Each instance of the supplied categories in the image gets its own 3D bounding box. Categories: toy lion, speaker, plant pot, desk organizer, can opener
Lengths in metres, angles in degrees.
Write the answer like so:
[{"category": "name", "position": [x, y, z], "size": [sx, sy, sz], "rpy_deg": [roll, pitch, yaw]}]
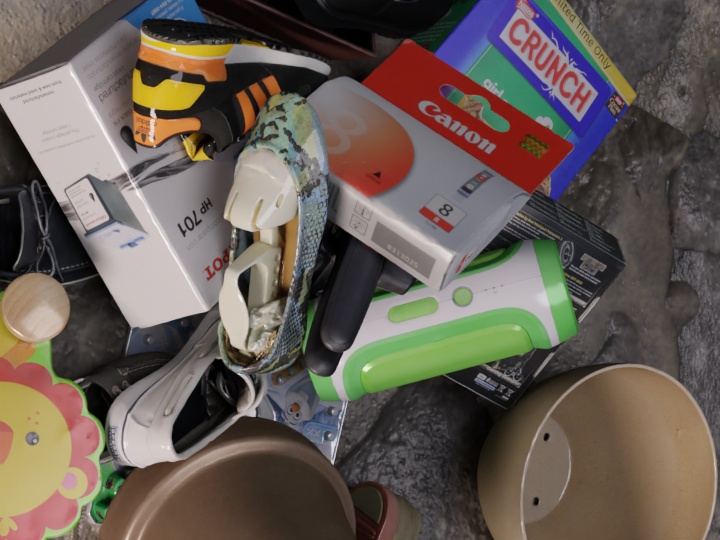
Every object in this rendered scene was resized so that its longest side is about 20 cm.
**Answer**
[{"category": "toy lion", "position": [-0.272, 0.098, 1.317], "size": [0.199, 0.069, 0.193], "rpy_deg": [3, 79, -18]}, {"category": "speaker", "position": [0.058, 0.037, 1.461], "size": [0.199, 0.088, 0.089], "rpy_deg": [-15, 103, 5]}, {"category": "plant pot", "position": [0.172, 0.169, 1.598], "size": [0.200, 0.134, 0.201], "rpy_deg": [-3, 96, -32]}, {"category": "plant pot", "position": [-0.071, 0.229, 1.404], "size": [0.200, 0.175, 0.201], "rpy_deg": [-10, 114, -23]}, {"category": "desk organizer", "position": [-0.076, -0.220, 1.452], "size": [0.200, 0.077, 0.072], "rpy_deg": [20, 83, -31]}, {"category": "can opener", "position": [0.000, 0.000, 1.375], "size": [0.078, 0.200, 0.064], "rpy_deg": [22, 124, 2]}]

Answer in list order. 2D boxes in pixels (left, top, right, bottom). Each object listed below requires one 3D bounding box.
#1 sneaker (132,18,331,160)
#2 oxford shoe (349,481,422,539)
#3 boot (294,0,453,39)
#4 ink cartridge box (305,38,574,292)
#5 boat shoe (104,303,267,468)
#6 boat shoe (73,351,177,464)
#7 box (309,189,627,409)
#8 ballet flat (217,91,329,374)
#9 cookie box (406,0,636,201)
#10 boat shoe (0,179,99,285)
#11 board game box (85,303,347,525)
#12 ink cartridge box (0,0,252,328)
[{"category": "sneaker", "position": [-0.094, -0.120, 1.353], "size": [0.200, 0.070, 0.090], "rpy_deg": [-1, 110, -61]}, {"category": "oxford shoe", "position": [-0.003, 0.270, 1.538], "size": [0.074, 0.071, 0.201], "rpy_deg": [29, 84, -44]}, {"category": "boot", "position": [0.059, -0.231, 1.425], "size": [0.198, 0.162, 0.074], "rpy_deg": [-11, 81, -56]}, {"category": "ink cartridge box", "position": [0.049, -0.092, 1.402], "size": [0.162, 0.050, 0.200], "rpy_deg": [34, 51, 13]}, {"category": "boat shoe", "position": [-0.100, 0.077, 1.401], "size": [0.200, 0.066, 0.072], "rpy_deg": [-35, 121, -50]}, {"category": "boat shoe", "position": [-0.204, 0.114, 1.389], "size": [0.199, 0.057, 0.067], "rpy_deg": [-23, 98, -19]}, {"category": "box", "position": [0.079, -0.002, 1.515], "size": [0.200, 0.044, 0.160], "rpy_deg": [28, 114, -19]}, {"category": "ballet flat", "position": [-0.064, -0.019, 1.326], "size": [0.074, 0.074, 0.201], "rpy_deg": [-8, 111, -31]}, {"category": "cookie box", "position": [0.103, -0.129, 1.570], "size": [0.171, 0.075, 0.200], "rpy_deg": [48, 70, -26]}, {"category": "boat shoe", "position": [-0.239, -0.026, 1.373], "size": [0.199, 0.062, 0.075], "rpy_deg": [1, 90, -35]}, {"category": "board game box", "position": [-0.094, 0.111, 1.494], "size": [0.199, 0.026, 0.201], "rpy_deg": [15, 85, -32]}, {"category": "ink cartridge box", "position": [-0.144, -0.083, 1.389], "size": [0.146, 0.086, 0.200], "rpy_deg": [-48, 115, -45]}]
